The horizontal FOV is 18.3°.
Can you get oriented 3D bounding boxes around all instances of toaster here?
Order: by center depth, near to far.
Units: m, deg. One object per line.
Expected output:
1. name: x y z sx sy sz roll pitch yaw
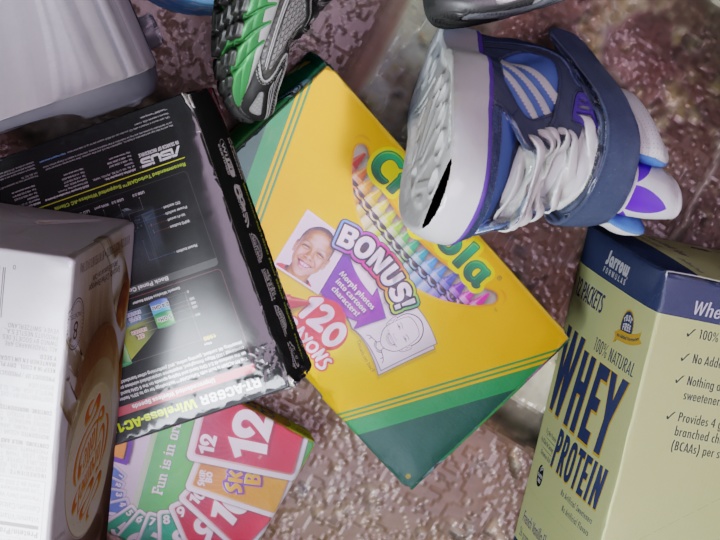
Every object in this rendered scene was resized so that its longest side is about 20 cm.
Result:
1. toaster: -0.202 -0.120 1.077 0.199 0.114 0.130 -19 101 -6

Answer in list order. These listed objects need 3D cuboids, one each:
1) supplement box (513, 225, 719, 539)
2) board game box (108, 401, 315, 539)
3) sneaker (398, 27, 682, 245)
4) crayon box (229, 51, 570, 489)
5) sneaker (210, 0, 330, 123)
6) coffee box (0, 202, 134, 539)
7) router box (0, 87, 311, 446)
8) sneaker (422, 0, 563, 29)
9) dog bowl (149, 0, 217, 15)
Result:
1. supplement box: 0.207 0.100 1.193 0.199 0.134 0.201 11 99 -14
2. board game box: -0.132 0.083 1.177 0.199 0.030 0.096 29 95 -13
3. sneaker: 0.099 -0.054 1.106 0.146 0.200 0.081 20 113 -8
4. crayon box: 0.000 0.000 1.168 0.119 0.058 0.200 -43 106 0
5. sneaker: -0.010 -0.159 1.073 0.085 0.078 0.201 27 94 -16
6. coffee box: -0.160 0.078 1.018 0.079 0.114 0.202 8 101 7
7. router box: -0.140 0.012 1.095 0.199 0.062 0.151 -18 94 11
8. sneaker: 0.101 -0.197 1.136 0.199 0.075 0.116 -21 96 -31
9. dog bowl: -0.032 -0.190 1.128 0.199 0.050 0.112 -10 103 -10
